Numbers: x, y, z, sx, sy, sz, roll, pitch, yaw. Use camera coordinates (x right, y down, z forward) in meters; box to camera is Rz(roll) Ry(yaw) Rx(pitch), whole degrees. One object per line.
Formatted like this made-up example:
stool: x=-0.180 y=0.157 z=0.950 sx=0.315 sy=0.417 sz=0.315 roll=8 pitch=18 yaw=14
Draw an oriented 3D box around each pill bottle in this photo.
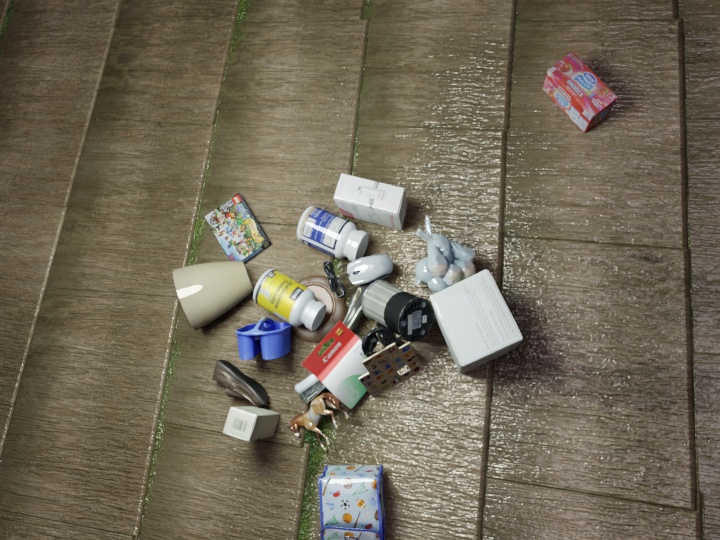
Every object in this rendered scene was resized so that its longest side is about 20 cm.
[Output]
pill bottle: x=-0.081 y=-0.104 z=1.532 sx=0.197 sy=0.116 sz=0.117 roll=25 pitch=81 yaw=14
pill bottle: x=-0.198 y=0.087 z=1.469 sx=0.197 sy=0.112 sz=0.113 roll=28 pitch=82 yaw=15

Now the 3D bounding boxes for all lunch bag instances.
lunch bag: x=-0.019 y=0.624 z=1.337 sx=0.166 sy=0.124 sz=0.205 roll=-2 pitch=89 yaw=9

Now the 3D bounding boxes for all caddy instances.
caddy: x=-0.270 y=0.184 z=1.456 sx=0.138 sy=0.200 sz=0.108 roll=-1 pitch=92 yaw=7

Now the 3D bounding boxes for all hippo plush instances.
hippo plush: x=0.205 y=-0.004 z=1.422 sx=0.198 sy=0.162 sz=0.160 roll=34 pitch=46 yaw=3

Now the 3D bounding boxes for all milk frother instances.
milk frother: x=0.058 y=0.130 z=1.380 sx=0.187 sy=0.197 sz=0.185 roll=22 pitch=100 yaw=55

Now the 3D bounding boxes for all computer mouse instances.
computer mouse: x=0.000 y=0.000 z=1.457 sx=0.196 sy=0.044 sz=0.112 roll=-19 pitch=84 yaw=-8

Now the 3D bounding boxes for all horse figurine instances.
horse figurine: x=-0.110 y=0.405 z=1.420 sx=0.132 sy=0.050 sz=0.202 roll=41 pitch=116 yaw=22

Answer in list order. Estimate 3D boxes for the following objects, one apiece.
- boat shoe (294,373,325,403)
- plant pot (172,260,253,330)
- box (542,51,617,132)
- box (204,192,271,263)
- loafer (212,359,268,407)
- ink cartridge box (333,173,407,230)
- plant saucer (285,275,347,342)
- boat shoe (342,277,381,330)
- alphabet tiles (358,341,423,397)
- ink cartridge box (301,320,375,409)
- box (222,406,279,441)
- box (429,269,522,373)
boat shoe: x=-0.090 y=0.303 z=1.462 sx=0.198 sy=0.072 sz=0.072 roll=-34 pitch=89 yaw=4
plant pot: x=-0.426 y=0.052 z=1.534 sx=0.196 sy=0.188 sz=0.190 roll=-20 pitch=73 yaw=-10
box: x=0.643 y=-0.525 z=1.523 sx=0.095 sy=0.100 sz=0.202 roll=-35 pitch=72 yaw=-1
box: x=-0.387 y=-0.126 z=1.631 sx=0.135 sy=0.038 sz=0.202 roll=-35 pitch=73 yaw=0
loafer: x=-0.351 y=0.339 z=1.496 sx=0.198 sy=0.073 sz=0.072 roll=32 pitch=91 yaw=22
ink cartridge box: x=0.034 y=-0.200 z=1.520 sx=0.196 sy=0.147 sz=0.084 roll=15 pitch=78 yaw=12
plant saucer: x=-0.139 y=0.110 z=1.530 sx=0.196 sy=0.037 sz=0.205 roll=-2 pitch=76 yaw=10
boat shoe: x=-0.005 y=0.087 z=1.496 sx=0.060 sy=0.072 sz=0.203 roll=28 pitch=74 yaw=14
alphabet tiles: x=0.075 y=0.260 z=1.374 sx=0.165 sy=0.201 sz=0.008 roll=-29 pitch=51 yaw=0
ink cartridge box: x=-0.039 y=0.259 z=1.404 sx=0.161 sy=0.200 sz=0.050 roll=-47 pitch=33 yaw=-5
box: x=-0.290 y=0.411 z=1.392 sx=0.080 sy=0.200 sz=0.070 roll=13 pitch=78 yaw=13
box: x=0.298 y=0.141 z=1.361 sx=0.169 sy=0.199 sz=0.203 roll=-25 pitch=72 yaw=3
